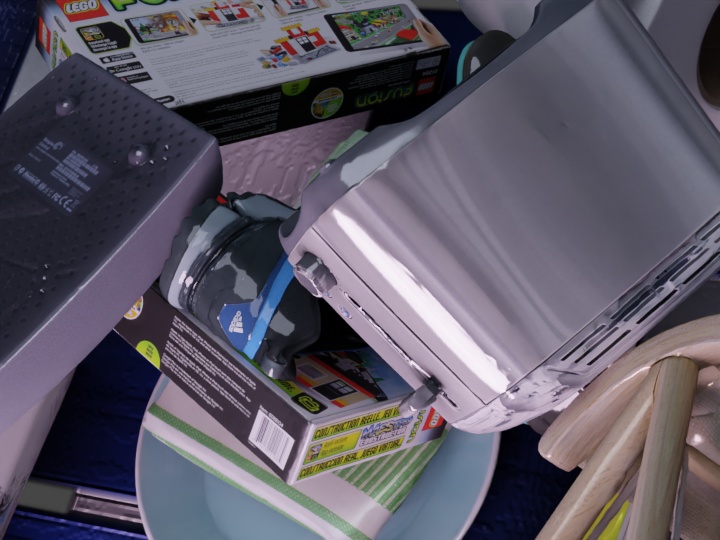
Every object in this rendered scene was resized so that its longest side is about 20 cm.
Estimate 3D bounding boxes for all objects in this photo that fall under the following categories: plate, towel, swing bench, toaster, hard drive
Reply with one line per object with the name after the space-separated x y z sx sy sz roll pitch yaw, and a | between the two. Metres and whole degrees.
-0.021 0.088 0.874 0.198 0.026 0.202 -9 60 16 | plate
-0.001 0.031 0.871 0.152 0.023 0.201 26 73 29 | towel
0.153 0.149 0.650 0.129 0.198 0.201 -6 53 61 | swing bench
0.074 -0.026 0.703 0.200 0.114 0.129 -38 88 -18 | toaster
-0.159 -0.001 0.767 0.200 0.042 0.135 -47 46 -13 | hard drive

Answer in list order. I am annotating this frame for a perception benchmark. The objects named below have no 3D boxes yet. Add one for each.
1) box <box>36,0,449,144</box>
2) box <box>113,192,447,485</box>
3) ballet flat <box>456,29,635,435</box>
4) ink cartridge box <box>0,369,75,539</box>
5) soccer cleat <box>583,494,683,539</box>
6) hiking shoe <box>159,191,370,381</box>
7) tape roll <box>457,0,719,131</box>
-0.063 -0.123 0.931 0.199 0.035 0.110 -16 50 -27 | box
-0.059 0.021 0.820 0.200 0.110 0.035 37 119 31 | box
0.099 -0.016 0.806 0.068 0.202 0.068 0 19 41 | ballet flat
-0.242 0.090 0.860 0.146 0.145 0.201 23 69 -4 | ink cartridge box
0.120 0.121 0.791 0.200 0.065 0.084 -41 26 1 | soccer cleat
0.000 0.000 0.796 0.199 0.075 0.087 -22 59 -43 | hiking shoe
0.161 -0.160 0.833 0.202 0.203 0.139 -41 55 -4 | tape roll
